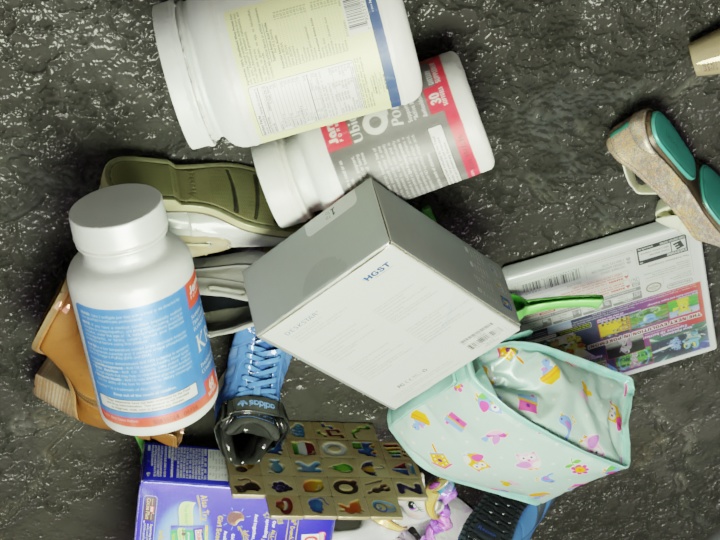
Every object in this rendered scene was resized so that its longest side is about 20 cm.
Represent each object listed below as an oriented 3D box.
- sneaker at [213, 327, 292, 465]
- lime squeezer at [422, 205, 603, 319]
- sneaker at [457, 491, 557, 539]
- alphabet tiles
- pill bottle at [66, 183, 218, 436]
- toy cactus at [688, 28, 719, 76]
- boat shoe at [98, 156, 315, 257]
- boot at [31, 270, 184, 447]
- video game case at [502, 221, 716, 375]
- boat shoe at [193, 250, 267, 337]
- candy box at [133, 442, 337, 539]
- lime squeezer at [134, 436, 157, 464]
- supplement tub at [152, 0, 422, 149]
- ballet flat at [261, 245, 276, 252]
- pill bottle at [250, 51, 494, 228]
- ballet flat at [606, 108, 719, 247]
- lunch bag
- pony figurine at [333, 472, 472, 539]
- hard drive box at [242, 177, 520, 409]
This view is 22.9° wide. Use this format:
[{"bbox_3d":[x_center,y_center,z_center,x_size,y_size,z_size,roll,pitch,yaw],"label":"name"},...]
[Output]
[{"bbox_3d":[-0.095,0.102,1.717,0.076,0.112,0.201,10,127,-19],"label":"sneaker"},{"bbox_3d":[0.130,0.012,1.701,0.199,0.038,0.071,27,132,-12],"label":"lime squeezer"},{"bbox_3d":[0.162,0.254,1.876,0.066,0.200,0.079,30,144,19],"label":"sneaker"},{"bbox_3d":[-0.037,0.199,1.776,0.198,0.167,0.006,3,118,-14],"label":"alphabet tiles"},{"bbox_3d":[-0.193,0.033,1.544,0.111,0.113,0.202,-10,119,-2],"label":"pill bottle"},{"bbox_3d":[0.377,-0.202,1.576,0.163,0.103,0.200,-15,141,15],"label":"toy cactus"},{"bbox_3d":[-0.142,-0.052,1.608,0.198,0.075,0.069,11,137,-15],"label":"boat shoe"},{"bbox_3d":[-0.227,0.090,1.662,0.154,0.077,0.201,21,137,4],"label":"boot"},{"bbox_3d":[0.254,0.039,1.793,0.198,0.023,0.183,-17,131,2],"label":"video game case"},{"bbox_3d":[-0.159,0.035,1.642,0.198,0.066,0.072,-7,130,25],"label":"boat shoe"},{"bbox_3d":[-0.131,0.268,1.805,0.198,0.077,0.171,6,119,-7],"label":"candy box"},{"bbox_3d":[-0.179,0.191,1.823,0.199,0.038,0.071,28,109,-19],"label":"lime squeezer"},{"bbox_3d":[-0.059,-0.185,1.457,0.198,0.146,0.146,-15,131,2],"label":"supplement tub"},{"bbox_3d":[0.000,0.000,1.681,0.198,0.063,0.069,16,103,-17],"label":"ballet flat"},{"bbox_3d":[0.010,-0.108,1.557,0.198,0.111,0.111,-20,131,5],"label":"pill bottle"},{"bbox_3d":[0.299,-0.080,1.682,0.067,0.068,0.200,-21,128,33],"label":"ballet flat"},{"bbox_3d":[0.145,0.142,1.760,0.199,0.123,0.170,21,149,-22],"label":"lunch bag"},{"bbox_3d":[0.043,0.297,1.903,0.198,0.167,0.194,-19,125,26],"label":"pony figurine"},{"bbox_3d":[0.020,0.026,1.574,0.155,0.077,0.199,-34,139,23],"label":"hard drive box"}]
